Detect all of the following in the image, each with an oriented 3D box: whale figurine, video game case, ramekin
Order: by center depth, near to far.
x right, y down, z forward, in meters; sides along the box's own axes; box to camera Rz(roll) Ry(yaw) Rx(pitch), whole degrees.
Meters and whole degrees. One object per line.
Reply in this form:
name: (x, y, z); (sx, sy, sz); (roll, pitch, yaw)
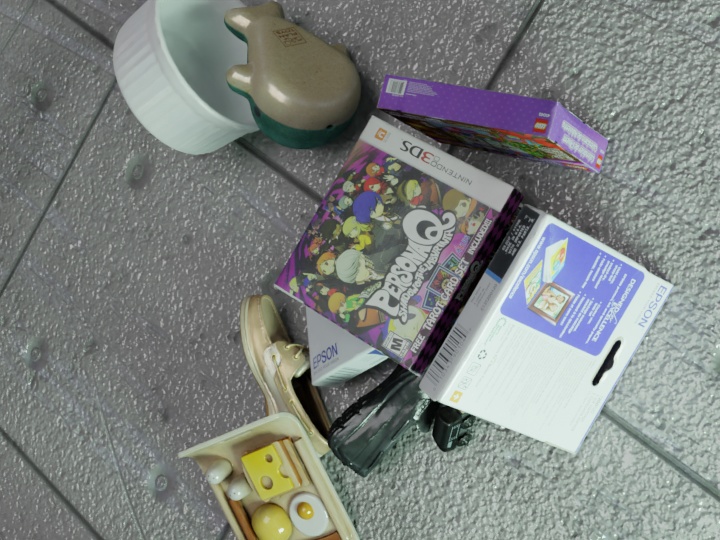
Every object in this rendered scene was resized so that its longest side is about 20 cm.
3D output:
video game case: (0.035, -0.028, 1.258); (0.181, 0.036, 0.201); (31, 89, 30)
whale figurine: (-0.085, -0.221, 1.474); (0.201, 0.158, 0.104); (54, 147, 28)
ramekin: (-0.191, -0.233, 1.499); (0.097, 0.200, 0.202); (-28, 67, 33)

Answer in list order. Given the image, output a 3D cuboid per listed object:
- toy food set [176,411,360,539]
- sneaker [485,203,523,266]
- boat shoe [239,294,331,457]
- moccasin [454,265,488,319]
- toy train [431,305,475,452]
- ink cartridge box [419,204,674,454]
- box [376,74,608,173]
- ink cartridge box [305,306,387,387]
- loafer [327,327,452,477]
toy food set: (-0.099, 0.262, 1.392); (0.143, 0.060, 0.201); (-25, 95, 26)
sneaker: (0.154, -0.031, 1.313); (0.199, 0.074, 0.081); (29, 96, 33)
boat shoe: (-0.076, 0.115, 1.436); (0.069, 0.074, 0.202); (-23, 79, 24)
moccasin: (0.089, 0.020, 1.328); (0.201, 0.074, 0.078); (31, 82, 43)
toy train: (0.097, 0.109, 1.275); (0.034, 0.045, 0.201); (47, 146, 36)
ink cartridge box: (0.179, 0.060, 1.221); (0.199, 0.199, 0.043); (-60, 37, 7)
box: (0.134, -0.148, 1.310); (0.199, 0.136, 0.039); (15, 88, 33)
ink cartridge box: (0.000, 0.000, 1.367); (0.199, 0.040, 0.202); (-36, 54, 52)
loafer: (0.054, 0.137, 1.358); (0.200, 0.068, 0.070); (-42, 101, 9)
